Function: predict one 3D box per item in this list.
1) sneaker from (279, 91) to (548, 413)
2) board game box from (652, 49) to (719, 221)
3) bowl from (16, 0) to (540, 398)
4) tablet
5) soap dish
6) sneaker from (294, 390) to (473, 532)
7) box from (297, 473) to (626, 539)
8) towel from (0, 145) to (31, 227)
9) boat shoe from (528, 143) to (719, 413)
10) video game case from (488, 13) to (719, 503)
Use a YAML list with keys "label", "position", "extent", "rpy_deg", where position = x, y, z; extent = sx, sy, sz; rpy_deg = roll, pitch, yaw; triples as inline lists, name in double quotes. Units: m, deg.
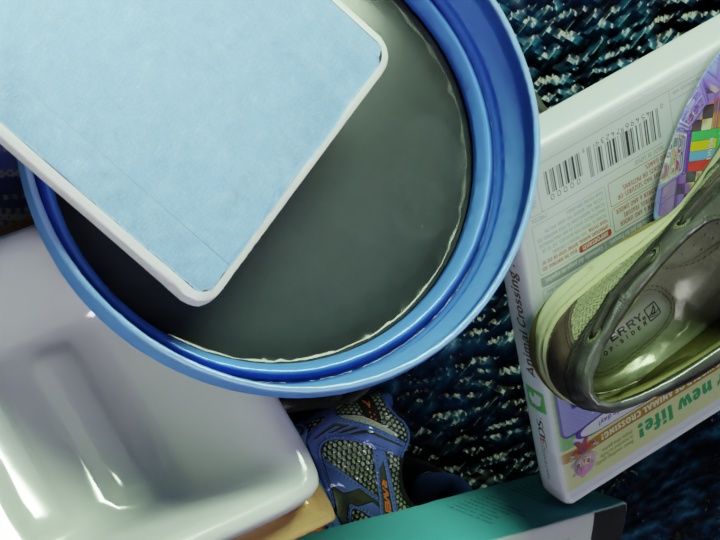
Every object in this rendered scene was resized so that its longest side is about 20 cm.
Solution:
- label: "sneaker"
  position: [0.000, 0.000, 1.129]
  extent: [0.200, 0.098, 0.071]
  rpy_deg: [-34, 125, 2]
- label: "board game box"
  position: [0.213, -0.039, 1.179]
  extent: [0.158, 0.039, 0.200]
  rpy_deg: [-49, 135, -5]
- label: "bowl"
  position: [-0.033, -0.050, 1.049]
  extent: [0.201, 0.039, 0.201]
  rpy_deg: [4, 78, -17]
- label: "tablet"
  position: [-0.094, -0.096, 0.998]
  extent: [0.200, 0.014, 0.130]
  rpy_deg: [42, 68, -14]
- label: "soap dish"
  position: [-0.130, 0.068, 1.038]
  extent: [0.200, 0.157, 0.081]
  rpy_deg: [-23, 165, -34]
- label: "sneaker"
  position: [0.026, 0.130, 1.242]
  extent: [0.078, 0.075, 0.200]
  rpy_deg: [-35, 129, 0]
- label: "box"
  position: [0.028, 0.143, 1.164]
  extent: [0.200, 0.049, 0.082]
  rpy_deg: [-9, 112, -48]
- label: "towel"
  position: [-0.190, -0.005, 1.102]
  extent: [0.145, 0.024, 0.200]
  rpy_deg: [-14, 126, -10]
- label: "boat shoe"
  position: [0.157, -0.011, 1.109]
  extent: [0.201, 0.066, 0.072]
  rpy_deg: [-39, 112, 0]
- label: "video game case"
  position: [0.146, -0.019, 1.182]
  extent: [0.200, 0.022, 0.182]
  rpy_deg: [-30, 129, -22]
